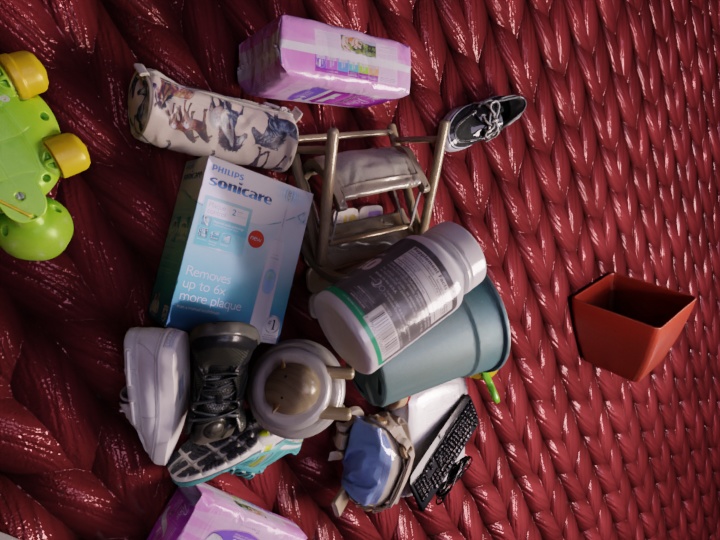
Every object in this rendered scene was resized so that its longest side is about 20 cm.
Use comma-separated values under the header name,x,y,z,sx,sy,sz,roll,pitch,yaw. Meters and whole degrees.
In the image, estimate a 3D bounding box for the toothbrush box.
name,x,y,z,sx,sy,sz,roll,pitch,yaw
toothbrush box,-0.159,-0.022,0.637,0.146,0.085,0.201,17,84,-37

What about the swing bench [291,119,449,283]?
name,x,y,z,sx,sy,sz,roll,pitch,yaw
swing bench,0.015,-0.102,0.723,0.199,0.130,0.201,-14,109,-34

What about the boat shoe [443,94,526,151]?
name,x,y,z,sx,sy,sz,roll,pitch,yaw
boat shoe,0.223,-0.266,0.913,0.199,0.068,0.074,-27,111,-32

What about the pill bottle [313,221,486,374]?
name,x,y,z,sx,sy,sz,roll,pitch,yaw
pill bottle,0.053,0.027,0.631,0.200,0.113,0.113,-33,114,-23

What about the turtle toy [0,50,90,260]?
name,x,y,z,sx,sy,sz,roll,pitch,yaw
turtle toy,-0.340,-0.099,0.476,0.146,0.101,0.200,-33,115,-30

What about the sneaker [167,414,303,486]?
name,x,y,z,sx,sy,sz,roll,pitch,yaw
sneaker,-0.152,0.245,0.681,0.200,0.077,0.080,-8,111,-42

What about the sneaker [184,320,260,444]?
name,x,y,z,sx,sy,sz,roll,pitch,yaw
sneaker,-0.156,0.128,0.575,0.076,0.199,0.115,3,63,-19

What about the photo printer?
name,x,y,z,sx,sy,sz,roll,pitch,yaw
photo printer,0.114,0.269,0.893,0.166,0.069,0.201,-4,98,-40

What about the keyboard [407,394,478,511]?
name,x,y,z,sx,sy,sz,roll,pitch,yaw
keyboard,0.156,0.310,0.854,0.200,0.040,0.104,-43,124,-36

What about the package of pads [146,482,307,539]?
name,x,y,z,sx,sy,sz,roll,pitch,yaw
package of pads,-0.178,0.368,0.676,0.200,0.076,0.121,42,69,-33

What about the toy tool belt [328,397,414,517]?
name,x,y,z,sx,sy,sz,roll,pitch,yaw
toy tool belt,0.015,0.267,0.784,0.123,0.125,0.201,3,96,-44

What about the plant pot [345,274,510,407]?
name,x,y,z,sx,sy,sz,roll,pitch,yaw
plant pot,0.080,0.094,0.758,0.196,0.200,0.201,-20,108,-23

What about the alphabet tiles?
name,x,y,z,sx,sy,sz,roll,pitch,yaw
alphabet tiles,0.000,0.000,0.807,0.195,0.015,0.201,-10,101,-37

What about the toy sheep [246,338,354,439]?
name,x,y,z,sx,sy,sz,roll,pitch,yaw
toy sheep,-0.080,0.152,0.661,0.137,0.200,0.138,2,74,-7

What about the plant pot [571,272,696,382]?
name,x,y,z,sx,sy,sz,roll,pitch,yaw
plant pot,0.633,0.141,1.214,0.200,0.200,0.177,-21,120,-34

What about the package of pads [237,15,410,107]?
name,x,y,z,sx,sy,sz,roll,pitch,yaw
package of pads,-0.045,-0.262,0.663,0.200,0.120,0.076,-6,100,-37

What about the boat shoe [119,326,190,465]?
name,x,y,z,sx,sy,sz,roll,pitch,yaw
boat shoe,-0.240,0.146,0.587,0.068,0.072,0.200,13,128,-2

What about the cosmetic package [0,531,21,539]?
name,x,y,z,sx,sy,sz,roll,pitch,yaw
cosmetic package,-0.337,0.399,0.500,0.165,0.165,0.200,-53,124,-20

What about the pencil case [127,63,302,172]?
name,x,y,z,sx,sy,sz,roll,pitch,yaw
pencil case,-0.171,-0.177,0.610,0.200,0.078,0.090,5,119,-38

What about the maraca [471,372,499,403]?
name,x,y,z,sx,sy,sz,roll,pitch,yaw
maraca,0.207,0.143,0.917,0.107,0.137,0.200,-22,106,12
